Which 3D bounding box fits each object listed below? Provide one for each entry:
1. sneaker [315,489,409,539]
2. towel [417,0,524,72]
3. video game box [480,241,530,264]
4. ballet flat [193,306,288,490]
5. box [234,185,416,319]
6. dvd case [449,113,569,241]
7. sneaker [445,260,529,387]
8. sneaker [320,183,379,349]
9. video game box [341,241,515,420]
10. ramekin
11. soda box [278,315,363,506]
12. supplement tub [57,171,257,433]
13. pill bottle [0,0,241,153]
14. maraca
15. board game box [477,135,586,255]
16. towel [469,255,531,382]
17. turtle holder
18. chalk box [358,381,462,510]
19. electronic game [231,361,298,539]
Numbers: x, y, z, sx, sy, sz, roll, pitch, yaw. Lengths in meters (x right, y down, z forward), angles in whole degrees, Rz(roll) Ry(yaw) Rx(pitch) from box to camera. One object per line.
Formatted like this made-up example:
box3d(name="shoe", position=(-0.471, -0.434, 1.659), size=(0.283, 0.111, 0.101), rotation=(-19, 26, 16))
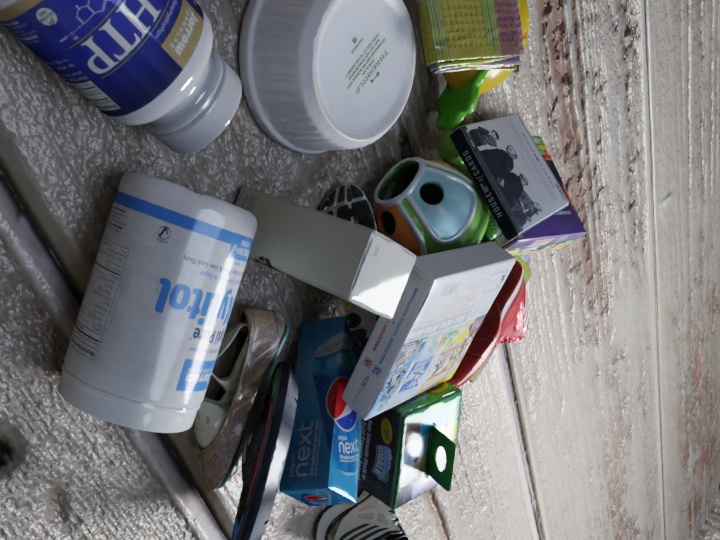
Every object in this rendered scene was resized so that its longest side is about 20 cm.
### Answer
box3d(name="sneaker", position=(0.042, 0.351, 1.050), size=(0.198, 0.114, 0.078), rotation=(-22, 120, -42))
box3d(name="towel", position=(0.112, -0.320, 0.824), size=(0.141, 0.023, 0.206), rotation=(-14, 96, -31))
box3d(name="video game box", position=(0.188, 0.003, 1.132), size=(0.197, 0.046, 0.187), rotation=(-14, 116, -45))
box3d(name="ballet flat", position=(-0.146, 0.132, 0.813), size=(0.066, 0.068, 0.204), rotation=(27, 77, -29))
box3d(name="box", position=(-0.047, -0.021, 0.753), size=(0.082, 0.197, 0.070), rotation=(26, 87, -48))
box3d(name="dvd case", position=(0.201, -0.130, 0.987), size=(0.199, 0.025, 0.153), rotation=(-24, 84, -55))
box3d(name="sneaker", position=(0.182, 0.096, 1.026), size=(0.201, 0.077, 0.116), rotation=(-53, 134, -17))
box3d(name="sneaker", position=(0.000, 0.000, 0.898), size=(0.085, 0.075, 0.206), rotation=(-7, 84, -78))
box3d(name="video game box", position=(0.081, 0.063, 0.850), size=(0.198, 0.046, 0.186), rotation=(-11, 130, -54))
box3d(name="ramekin", position=(-0.025, -0.222, 0.787), size=(0.200, 0.093, 0.208), rotation=(-19, 117, -43))
box3d(name="soda box", position=(-0.038, 0.160, 0.864), size=(0.064, 0.066, 0.205), rotation=(43, 43, -47))
box3d(name="supplement tub", position=(-0.180, 0.026, 0.674), size=(0.131, 0.130, 0.205), rotation=(17, 91, -49))
box3d(name="pill bottle", position=(-0.188, -0.190, 0.597), size=(0.200, 0.118, 0.122), rotation=(43, 72, -47))
box3d(name="maraca", position=(0.146, -0.273, 0.942), size=(0.105, 0.137, 0.204), rotation=(21, 95, -16))
box3d(name="board game box", position=(0.225, -0.111, 1.069), size=(0.197, 0.056, 0.169), rotation=(-8, 70, -47))
box3d(name="towel", position=(0.179, 0.052, 1.079), size=(0.143, 0.022, 0.203), rotation=(38, 76, -48))
box3d(name="turtle holder", position=(0.095, -0.080, 0.935), size=(0.185, 0.141, 0.132), rotation=(-42, 120, 0))
box3d(name="chalk box", position=(0.047, 0.201, 0.937), size=(0.122, 0.197, 0.128), rotation=(-11, 113, -46))
box3d(name="electronic game", position=(-0.106, 0.198, 0.798), size=(0.041, 0.200, 0.205), rotation=(15, 93, -7))
